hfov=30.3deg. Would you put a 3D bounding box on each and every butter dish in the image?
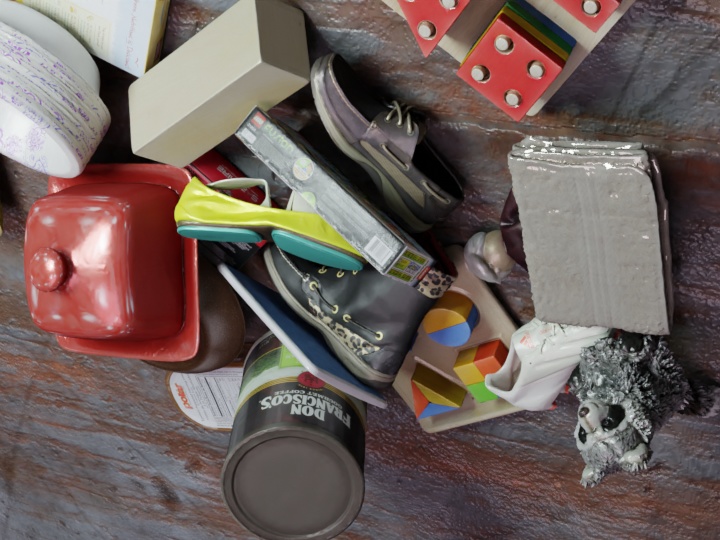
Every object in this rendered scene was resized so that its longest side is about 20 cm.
[{"bbox_3d":[-0.272,-0.005,1.339,0.197,0.147,0.203,2,96,28],"label":"butter dish"}]

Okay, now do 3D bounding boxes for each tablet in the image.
[{"bbox_3d":[-0.061,0.066,1.358,0.130,0.014,0.200,31,-170,-46],"label":"tablet"}]

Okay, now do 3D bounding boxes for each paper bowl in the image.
[{"bbox_3d":[-0.340,-0.189,1.323,0.199,0.105,0.201,25,161,9],"label":"paper bowl"}]

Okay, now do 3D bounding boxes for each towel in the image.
[{"bbox_3d":[0.204,-0.029,1.169,0.131,0.035,0.202,6,131,25],"label":"towel"}]

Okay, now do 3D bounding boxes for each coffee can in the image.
[{"bbox_3d":[-0.065,0.168,1.404,0.144,0.201,0.148,1,118,1],"label":"coffee can"}]

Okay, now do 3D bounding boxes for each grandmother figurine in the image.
[{"bbox_3d":[0.177,-0.035,1.243,0.199,0.060,0.123,-23,86,42],"label":"grandmother figurine"}]

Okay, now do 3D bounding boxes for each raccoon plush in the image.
[{"bbox_3d":[0.275,0.142,1.224,0.197,0.136,0.097,13,144,-20],"label":"raccoon plush"}]

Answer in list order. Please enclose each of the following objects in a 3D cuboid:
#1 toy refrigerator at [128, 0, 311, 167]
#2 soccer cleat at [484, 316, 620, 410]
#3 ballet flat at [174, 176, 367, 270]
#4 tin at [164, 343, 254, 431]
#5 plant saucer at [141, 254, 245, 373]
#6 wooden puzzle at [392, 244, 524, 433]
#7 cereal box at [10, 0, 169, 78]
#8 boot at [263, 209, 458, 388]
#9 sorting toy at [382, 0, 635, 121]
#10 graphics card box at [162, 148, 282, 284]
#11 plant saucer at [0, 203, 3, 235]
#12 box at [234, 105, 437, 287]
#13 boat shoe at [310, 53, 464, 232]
[{"bbox_3d":[-0.135,-0.176,1.263,0.069,0.077,0.199,14,149,-43],"label":"toy refrigerator"},{"bbox_3d":[0.191,0.064,1.286,0.077,0.070,0.201,15,129,-18],"label":"soccer cleat"},{"bbox_3d":[-0.084,-0.052,1.296,0.197,0.068,0.067,11,165,8],"label":"ballet flat"},{"bbox_3d":[-0.141,0.139,1.562,0.197,0.042,0.113,-2,121,29],"label":"tin"},{"bbox_3d":[-0.222,0.045,1.460,0.198,0.037,0.202,17,133,18],"label":"plant saucer"},{"bbox_3d":[0.082,0.084,1.393,0.184,0.046,0.201,-19,115,38],"label":"wooden puzzle"},{"bbox_3d":[-0.277,-0.288,1.283,0.198,0.040,0.145,26,135,5],"label":"cereal box"},{"bbox_3d":[0.000,0.000,1.344,0.200,0.073,0.151,50,119,25],"label":"boot"},{"bbox_3d":[0.115,-0.240,1.096,0.198,0.070,0.200,37,134,-4],"label":"sorting toy"},{"bbox_3d":[-0.180,-0.038,1.428,0.125,0.051,0.200,40,133,-7],"label":"graphics card box"},{"bbox_3d":[-0.499,-0.145,1.511,0.197,0.049,0.202,10,131,20],"label":"plant saucer"},{"bbox_3d":[-0.022,-0.067,1.242,0.200,0.110,0.035,43,97,17],"label":"box"},{"bbox_3d":[0.030,-0.127,1.241,0.073,0.075,0.200,-24,122,28],"label":"boat shoe"}]
